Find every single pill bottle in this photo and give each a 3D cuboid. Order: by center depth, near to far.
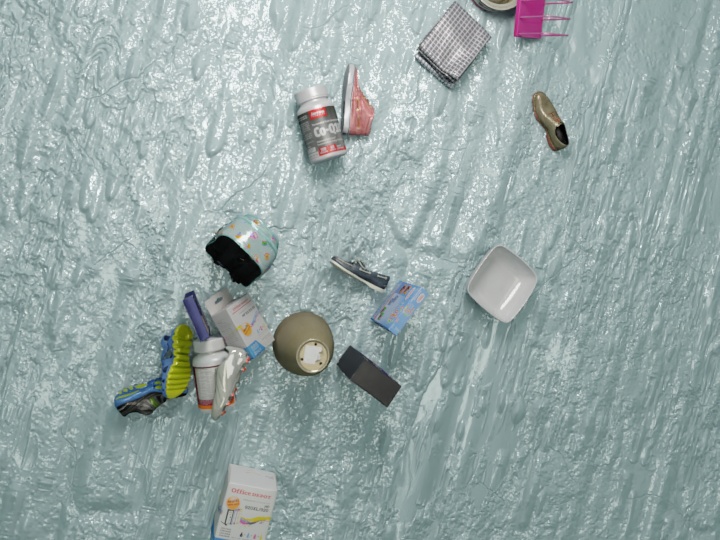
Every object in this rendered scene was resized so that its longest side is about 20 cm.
[{"bbox_3d":[-0.415,0.290,1.685,0.108,0.109,0.203,-7,95,-13],"label":"pill bottle"},{"bbox_3d":[-0.117,-0.417,1.710,0.113,0.114,0.202,-18,98,-12],"label":"pill bottle"}]

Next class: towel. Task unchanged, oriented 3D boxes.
[{"bbox_3d":[0.280,-0.682,1.805,0.165,0.086,0.201,38,85,-12],"label":"towel"}]

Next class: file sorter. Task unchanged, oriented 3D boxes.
[{"bbox_3d":[0.560,-0.809,1.795,0.138,0.125,0.203,-15,115,-39],"label":"file sorter"}]

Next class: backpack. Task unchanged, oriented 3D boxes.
[{"bbox_3d":[-0.313,-0.062,1.642,0.176,0.200,0.153,47,67,-10],"label":"backpack"}]

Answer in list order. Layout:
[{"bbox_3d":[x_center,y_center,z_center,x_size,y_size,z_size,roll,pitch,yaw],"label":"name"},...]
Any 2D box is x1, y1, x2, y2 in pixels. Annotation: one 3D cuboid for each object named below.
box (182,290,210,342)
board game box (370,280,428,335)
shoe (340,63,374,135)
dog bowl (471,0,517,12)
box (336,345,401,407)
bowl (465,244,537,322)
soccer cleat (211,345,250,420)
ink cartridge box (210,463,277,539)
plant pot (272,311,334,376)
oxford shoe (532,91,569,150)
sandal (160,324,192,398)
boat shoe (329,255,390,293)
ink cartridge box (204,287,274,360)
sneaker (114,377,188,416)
[{"bbox_3d":[-0.444,0.123,1.621,0.032,0.200,0.122,-23,99,-11],"label":"box"},{"bbox_3d":[0.111,0.106,1.753,0.037,0.200,0.152,40,85,-12],"label":"board game box"},{"bbox_3d":[-0.006,-0.499,1.758,0.090,0.071,0.203,2,98,-15],"label":"shoe"},{"bbox_3d":[0.413,-0.890,1.830,0.197,0.074,0.203,-1,94,-13],"label":"dog bowl"},{"bbox_3d":[0.021,0.305,1.743,0.141,0.200,0.079,36,86,-14],"label":"box"},{"bbox_3d":[0.439,0.040,1.893,0.199,0.075,0.201,38,85,-12],"label":"bowl"},{"bbox_3d":[-0.369,0.303,1.619,0.077,0.069,0.202,23,84,-2],"label":"soccer cleat"},{"bbox_3d":[-0.334,0.686,1.711,0.145,0.145,0.203,15,89,-13],"label":"ink cartridge box"},{"bbox_3d":[-0.151,0.224,1.698,0.185,0.200,0.190,-1,93,-13],"label":"plant pot"},{"bbox_3d":[0.615,-0.482,1.902,0.070,0.075,0.201,-31,100,-9],"label":"oxford shoe"},{"bbox_3d":[-0.520,0.253,1.659,0.079,0.086,0.203,30,59,-53],"label":"sandal"},{"bbox_3d":[0.000,0.000,1.785,0.198,0.075,0.062,29,88,-15],"label":"boat shoe"},{"bbox_3d":[-0.340,0.145,1.686,0.067,0.115,0.202,-22,101,30],"label":"ink cartridge box"},{"bbox_3d":[-0.585,0.358,1.679,0.197,0.071,0.084,-14,118,-15],"label":"sneaker"}]
